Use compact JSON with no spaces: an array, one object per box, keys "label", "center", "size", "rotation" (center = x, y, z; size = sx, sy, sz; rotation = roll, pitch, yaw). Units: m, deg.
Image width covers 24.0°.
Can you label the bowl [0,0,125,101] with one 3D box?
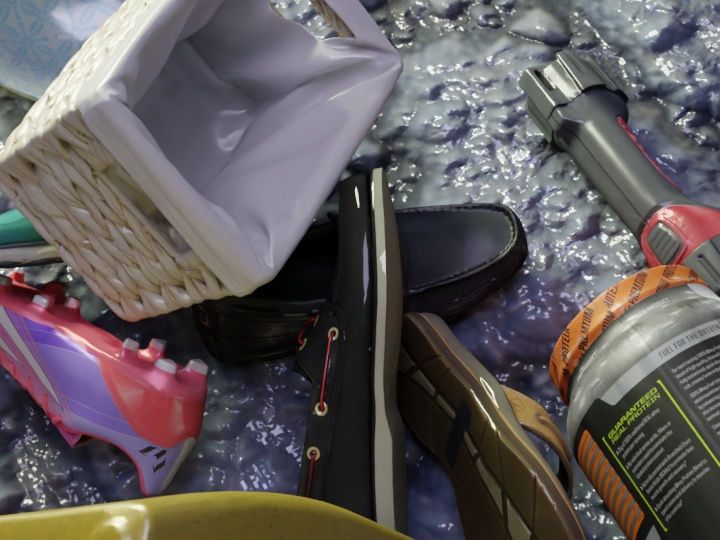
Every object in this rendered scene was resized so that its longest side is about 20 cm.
[{"label":"bowl","center":[-0.180,-0.212,1.097],"size":[0.198,0.203,0.108],"rotation":[-11,11,-1]}]

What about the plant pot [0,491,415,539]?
[{"label":"plant pot","center":[-0.086,0.189,0.713],"size":[0.192,0.200,0.198],"rotation":[-10,57,29]}]

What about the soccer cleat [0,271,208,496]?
[{"label":"soccer cleat","center":[-0.169,0.055,0.953],"size":[0.199,0.066,0.077],"rotation":[23,96,31]}]

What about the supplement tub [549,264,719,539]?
[{"label":"supplement tub","center":[0.183,0.101,0.837],"size":[0.121,0.123,0.201],"rotation":[-25,57,-11]}]

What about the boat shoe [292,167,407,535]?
[{"label":"boat shoe","center":[-0.007,0.046,0.895],"size":[0.062,0.074,0.204],"rotation":[0,83,11]}]

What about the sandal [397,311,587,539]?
[{"label":"sandal","center":[0.077,0.097,0.892],"size":[0.053,0.081,0.201],"rotation":[-6,45,-27]}]

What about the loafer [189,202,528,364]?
[{"label":"loafer","center":[0.000,0.000,0.962],"size":[0.198,0.071,0.069],"rotation":[-15,55,-4]}]

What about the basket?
[{"label":"basket","center":[-0.088,-0.084,0.925],"size":[0.123,0.136,0.201],"rotation":[-22,27,43]}]

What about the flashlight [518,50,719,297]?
[{"label":"flashlight","center":[0.169,-0.048,0.984],"size":[0.067,0.068,0.201],"rotation":[-26,51,-6]}]

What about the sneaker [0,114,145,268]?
[{"label":"sneaker","center":[-0.161,-0.057,0.987],"size":[0.077,0.080,0.199],"rotation":[1,26,42]}]
